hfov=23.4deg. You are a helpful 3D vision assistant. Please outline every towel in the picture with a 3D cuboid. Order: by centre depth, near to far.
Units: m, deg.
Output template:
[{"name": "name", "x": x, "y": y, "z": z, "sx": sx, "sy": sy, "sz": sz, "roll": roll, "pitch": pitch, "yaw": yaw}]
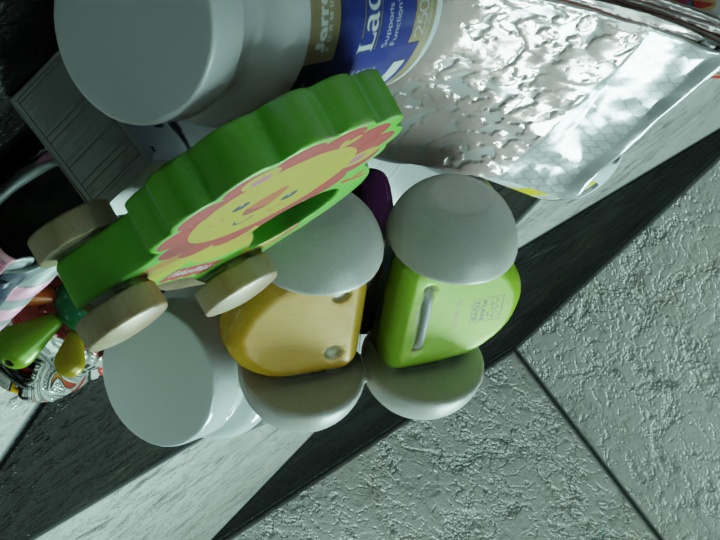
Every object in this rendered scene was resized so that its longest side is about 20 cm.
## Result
[{"name": "towel", "x": 0.094, "y": -0.109, "z": 1.027, "sx": 0.190, "sy": 0.032, "sz": 0.200, "roll": 11, "pitch": 151, "yaw": -23}]

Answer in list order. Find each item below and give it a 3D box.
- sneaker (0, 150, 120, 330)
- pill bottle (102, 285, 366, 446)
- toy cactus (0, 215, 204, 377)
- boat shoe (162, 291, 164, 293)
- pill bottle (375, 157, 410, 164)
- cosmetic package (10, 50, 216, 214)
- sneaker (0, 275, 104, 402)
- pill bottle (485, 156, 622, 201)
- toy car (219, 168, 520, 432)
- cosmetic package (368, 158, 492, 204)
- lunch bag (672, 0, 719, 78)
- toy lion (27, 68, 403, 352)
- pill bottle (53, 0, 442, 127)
[{"name": "sneaker", "x": -0.216, "y": -0.003, "z": 0.987, "sx": 0.200, "sy": 0.070, "sz": 0.082, "roll": -45, "pitch": -179, "yaw": 7}, {"name": "pill bottle", "x": -0.084, "y": 0.054, "z": 1.226, "sx": 0.114, "sy": 0.114, "sz": 0.200, "roll": -43, "pitch": 167, "yaw": 30}, {"name": "toy cactus", "x": -0.141, "y": -0.004, "z": 1.076, "sx": 0.164, "sy": 0.103, "sz": 0.200, "roll": 5, "pitch": -145, "yaw": 45}, {"name": "boat shoe", "x": -0.138, "y": 0.005, "z": 1.306, "sx": 0.072, "sy": 0.076, "sz": 0.200, "roll": -29, "pitch": 168, "yaw": -50}, {"name": "pill bottle", "x": 0.048, "y": -0.161, "z": 1.089, "sx": 0.116, "sy": 0.116, "sz": 0.200, "roll": -32, "pitch": 168, "yaw": -29}, {"name": "cosmetic package", "x": -0.109, "y": -0.080, "z": 0.995, "sx": 0.051, "sy": 0.083, "sz": 0.200, "roll": -40, "pitch": 170, "yaw": 19}, {"name": "sneaker", "x": -0.224, "y": 0.059, "z": 1.233, "sx": 0.082, "sy": 0.078, "sz": 0.200, "roll": -35, "pitch": 169, "yaw": -9}, {"name": "pill bottle", "x": 0.114, "y": -0.119, "z": 1.283, "sx": 0.112, "sy": 0.112, "sz": 0.200, "roll": -41, "pitch": 155, "yaw": 19}, {"name": "toy car", "x": 0.000, "y": 0.000, "z": 1.121, "sx": 0.199, "sy": 0.150, "sz": 0.176, "roll": -5, "pitch": 133, "yaw": -16}, {"name": "cosmetic package", "x": 0.002, "y": -0.064, "z": 1.267, "sx": 0.107, "sy": 0.090, "sz": 0.200, "roll": -44, "pitch": 150, "yaw": 16}, {"name": "lunch bag", "x": 0.208, "y": -0.169, "z": 1.117, "sx": 0.199, "sy": 0.083, "sz": 0.176, "roll": 0, "pitch": -178, "yaw": -27}, {"name": "toy lion", "x": -0.055, "y": -0.039, "z": 0.873, "sx": 0.191, "sy": 0.069, "sz": 0.200, "roll": -33, "pitch": 173, "yaw": 23}, {"name": "pill bottle", "x": -0.052, "y": -0.133, "z": 0.861, "sx": 0.116, "sy": 0.116, "sz": 0.200, "roll": -44, "pitch": 169, "yaw": 33}]
